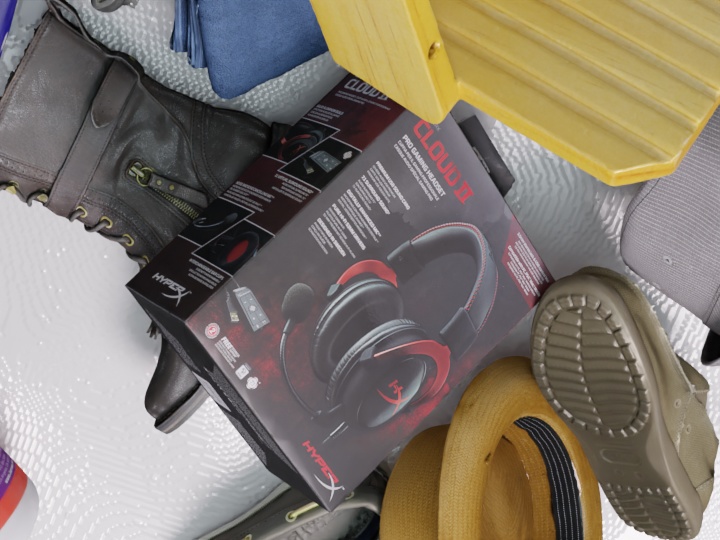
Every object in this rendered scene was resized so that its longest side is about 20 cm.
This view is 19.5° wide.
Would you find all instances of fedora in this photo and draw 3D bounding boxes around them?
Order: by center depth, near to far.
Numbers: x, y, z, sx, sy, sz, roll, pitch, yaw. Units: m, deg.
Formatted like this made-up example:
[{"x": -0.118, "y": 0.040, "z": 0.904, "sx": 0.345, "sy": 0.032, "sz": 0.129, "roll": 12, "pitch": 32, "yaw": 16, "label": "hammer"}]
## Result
[{"x": 0.193, "y": -0.044, "z": 1.097, "sx": 0.090, "sy": 0.200, "sz": 0.178, "roll": 25, "pitch": 75, "yaw": 5, "label": "fedora"}, {"x": 0.067, "y": 0.149, "z": 1.179, "sx": 0.081, "sy": 0.200, "sz": 0.202, "roll": -2, "pitch": 114, "yaw": 34, "label": "fedora"}]

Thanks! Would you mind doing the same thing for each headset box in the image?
[{"x": 0.000, "y": 0.000, "z": 1.103, "sx": 0.200, "sy": 0.075, "sz": 0.149, "roll": -44, "pitch": 123, "yaw": -15, "label": "headset box"}]

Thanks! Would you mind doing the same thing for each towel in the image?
[{"x": -0.044, "y": -0.185, "z": 1.040, "sx": 0.111, "sy": 0.049, "sz": 0.201, "roll": -26, "pitch": 144, "yaw": -22, "label": "towel"}]

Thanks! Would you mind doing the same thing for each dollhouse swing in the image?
[{"x": 0.097, "y": -0.173, "z": 0.994, "sx": 0.201, "sy": 0.175, "sz": 0.182, "roll": -53, "pitch": 150, "yaw": -19, "label": "dollhouse swing"}]

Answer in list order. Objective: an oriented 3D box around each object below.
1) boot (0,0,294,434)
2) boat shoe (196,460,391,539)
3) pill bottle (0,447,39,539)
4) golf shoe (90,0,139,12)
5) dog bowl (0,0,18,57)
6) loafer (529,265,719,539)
[{"x": -0.134, "y": -0.029, "z": 1.134, "sx": 0.173, "sy": 0.069, "sz": 0.202, "roll": 20, "pitch": 96, "yaw": -11, "label": "boot"}, {"x": -0.061, "y": 0.182, "z": 1.211, "sx": 0.201, "sy": 0.060, "sz": 0.072, "roll": -41, "pitch": 107, "yaw": 9, "label": "boat shoe"}, {"x": -0.274, "y": 0.093, "z": 1.135, "sx": 0.112, "sy": 0.113, "sz": 0.200, "roll": -38, "pitch": 108, "yaw": 8, "label": "pill bottle"}, {"x": -0.112, "y": -0.233, "z": 1.056, "sx": 0.094, "sy": 0.078, "sz": 0.201, "roll": 28, "pitch": 103, "yaw": -13, "label": "golf shoe"}, {"x": -0.263, "y": -0.148, "z": 1.007, "sx": 0.198, "sy": 0.200, "sz": 0.079, "roll": 21, "pitch": 104, "yaw": -11, "label": "dog bowl"}, {"x": 0.151, "y": 0.066, "z": 1.171, "sx": 0.075, "sy": 0.068, "sz": 0.201, "roll": 7, "pitch": 138, "yaw": 31, "label": "loafer"}]
